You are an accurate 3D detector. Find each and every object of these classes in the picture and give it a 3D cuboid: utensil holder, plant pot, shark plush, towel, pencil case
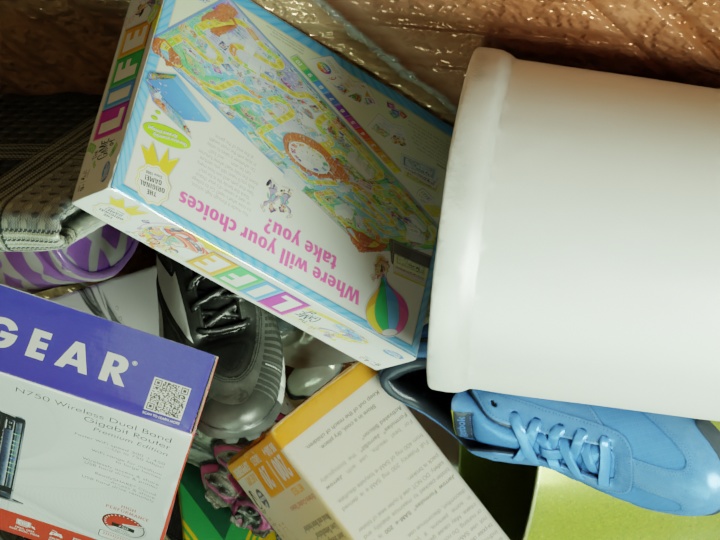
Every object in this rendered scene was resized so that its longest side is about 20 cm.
[{"bbox_3d":[0.143,-0.012,1.299,0.200,0.170,0.170,9,155,7],"label":"utensil holder"},{"bbox_3d":[0.175,0.098,1.529,0.200,0.187,0.187,5,157,-12],"label":"plant pot"},{"bbox_3d":[0.000,0.000,1.492,0.200,0.083,0.091,-23,151,28],"label":"shark plush"},{"bbox_3d":[-0.189,-0.051,1.388,0.192,0.200,0.035,1,112,24],"label":"towel"},{"bbox_3d":[-0.219,-0.023,1.566,0.200,0.086,0.084,-10,-171,40],"label":"pencil case"}]

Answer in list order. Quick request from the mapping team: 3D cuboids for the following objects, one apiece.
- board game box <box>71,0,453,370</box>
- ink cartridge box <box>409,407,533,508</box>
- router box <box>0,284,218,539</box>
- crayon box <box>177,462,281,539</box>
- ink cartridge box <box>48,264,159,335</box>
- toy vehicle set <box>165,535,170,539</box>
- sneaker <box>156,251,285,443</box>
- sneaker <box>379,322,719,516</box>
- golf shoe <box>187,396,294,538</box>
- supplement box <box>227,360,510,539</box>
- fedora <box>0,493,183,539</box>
[{"bbox_3d":[-0.041,-0.052,1.344,0.200,0.135,0.034,30,150,-31],"label":"board game box"},{"bbox_3d":[0.071,0.187,1.697,0.147,0.083,0.200,22,124,27],"label":"ink cartridge box"},{"bbox_3d":[-0.186,0.073,1.374,0.200,0.049,0.180,18,149,-1],"label":"router box"},{"bbox_3d":[-0.079,0.197,1.834,0.058,0.173,0.200,-11,152,3],"label":"crayon box"},{"bbox_3d":[-0.158,0.060,1.575,0.200,0.084,0.146,-18,172,-33],"label":"ink cartridge box"},{"bbox_3d":[-0.202,0.117,1.763,0.200,0.027,0.124,47,180,41],"label":"toy vehicle set"},{"bbox_3d":[-0.081,-0.002,1.422,0.066,0.200,0.091,-9,139,0],"label":"sneaker"},{"bbox_3d":[0.097,0.083,1.361,0.200,0.078,0.066,26,126,33],"label":"sneaker"},{"bbox_3d":[-0.103,0.086,1.734,0.200,0.092,0.073,39,135,-2],"label":"golf shoe"},{"bbox_3d":[0.023,0.155,1.450,0.200,0.073,0.126,52,161,2],"label":"supplement box"},{"bbox_3d":[-0.177,0.175,1.943,0.200,0.090,0.177,2,152,43],"label":"fedora"}]
